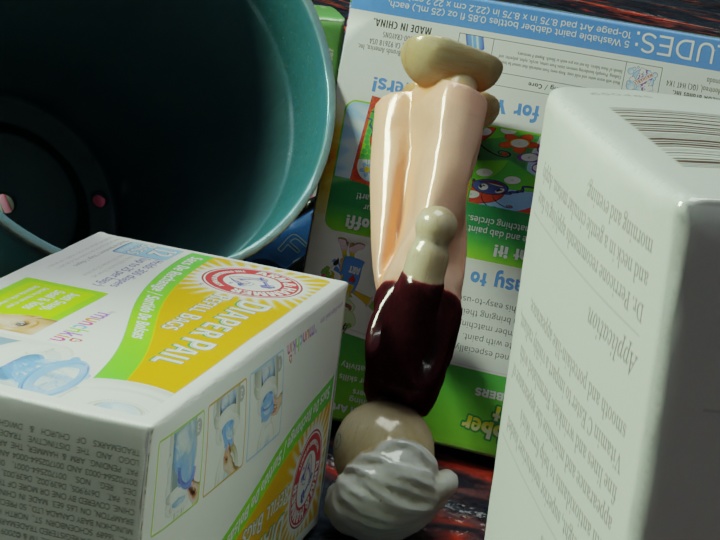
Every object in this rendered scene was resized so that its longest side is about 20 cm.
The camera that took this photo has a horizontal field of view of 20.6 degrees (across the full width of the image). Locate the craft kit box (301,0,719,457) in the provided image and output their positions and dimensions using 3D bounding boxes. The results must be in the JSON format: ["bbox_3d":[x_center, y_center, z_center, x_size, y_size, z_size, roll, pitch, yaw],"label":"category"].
[{"bbox_3d":[0.077,-0.015,0.878,0.198,0.199,0.048,12,1,16],"label":"craft kit box"}]

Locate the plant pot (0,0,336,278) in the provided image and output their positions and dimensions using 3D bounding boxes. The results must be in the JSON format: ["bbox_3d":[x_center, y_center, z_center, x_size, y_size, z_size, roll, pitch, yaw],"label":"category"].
[{"bbox_3d":[-0.140,-0.061,0.911,0.199,0.202,0.188,-1,-18,-29],"label":"plant pot"}]

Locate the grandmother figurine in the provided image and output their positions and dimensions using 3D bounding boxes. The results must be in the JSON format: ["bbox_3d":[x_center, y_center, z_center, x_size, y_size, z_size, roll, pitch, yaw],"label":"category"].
[{"bbox_3d":[0.021,0.014,0.805,0.060,0.201,0.121,5,-23,13],"label":"grandmother figurine"}]

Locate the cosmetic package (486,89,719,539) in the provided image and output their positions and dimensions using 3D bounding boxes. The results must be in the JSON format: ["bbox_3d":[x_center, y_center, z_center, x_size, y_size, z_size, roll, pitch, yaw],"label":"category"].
[{"bbox_3d":[0.134,0.065,0.574,0.164,0.202,0.165,5,15,-7],"label":"cosmetic package"}]

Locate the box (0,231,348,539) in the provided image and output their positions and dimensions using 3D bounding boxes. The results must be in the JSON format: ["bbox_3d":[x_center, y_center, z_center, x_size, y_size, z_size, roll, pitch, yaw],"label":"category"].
[{"bbox_3d":[-0.088,0.063,0.696,0.112,0.102,0.200,11,15,14],"label":"box"}]

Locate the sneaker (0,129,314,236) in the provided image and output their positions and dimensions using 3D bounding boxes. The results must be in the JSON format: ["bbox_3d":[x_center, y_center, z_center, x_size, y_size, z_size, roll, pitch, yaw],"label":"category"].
[{"bbox_3d":[-0.112,-0.024,1.085,0.199,0.080,0.095,13,-21,-25],"label":"sneaker"}]

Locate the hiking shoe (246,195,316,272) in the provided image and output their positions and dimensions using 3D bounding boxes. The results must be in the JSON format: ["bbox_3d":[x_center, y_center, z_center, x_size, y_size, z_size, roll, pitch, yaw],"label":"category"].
[{"bbox_3d":[0.000,0.000,1.001,0.198,0.087,0.074,7,15,-3],"label":"hiking shoe"}]

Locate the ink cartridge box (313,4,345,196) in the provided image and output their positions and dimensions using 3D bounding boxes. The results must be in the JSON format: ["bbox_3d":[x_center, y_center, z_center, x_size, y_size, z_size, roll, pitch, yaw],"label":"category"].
[{"bbox_3d":[-0.118,-0.093,1.173,0.198,0.147,0.084,6,14,-9],"label":"ink cartridge box"}]
